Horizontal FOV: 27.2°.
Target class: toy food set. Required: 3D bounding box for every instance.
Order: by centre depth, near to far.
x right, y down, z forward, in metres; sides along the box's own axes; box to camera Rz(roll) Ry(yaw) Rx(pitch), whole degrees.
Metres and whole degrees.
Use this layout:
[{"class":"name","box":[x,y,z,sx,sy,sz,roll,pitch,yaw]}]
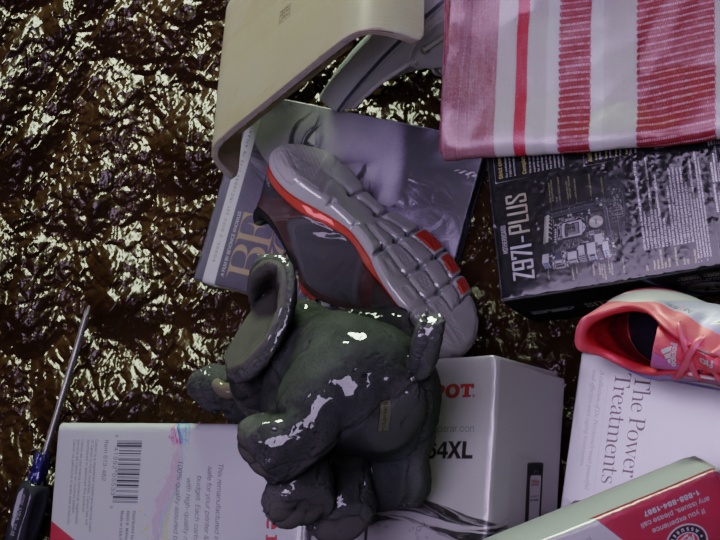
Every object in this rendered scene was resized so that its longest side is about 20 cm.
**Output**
[{"class":"toy food set","box":[-0.031,-0.165,1.045,0.200,0.060,0.144,-33,42,39]}]

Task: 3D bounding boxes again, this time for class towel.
[{"class":"towel","box":[0.146,-0.146,0.941,0.199,0.023,0.145,-2,79,22]}]

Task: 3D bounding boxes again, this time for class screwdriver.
[{"class":"screwdriver","box":[-0.238,0.124,1.140,0.029,0.028,0.201,3,77,52]}]

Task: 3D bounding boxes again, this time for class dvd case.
[{"class":"dvd case","box":[-0.016,-0.042,1.085,0.199,0.016,0.149,14,85,25]}]

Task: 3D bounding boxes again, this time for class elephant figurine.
[{"class":"elephant figurine","box":[-0.035,0.058,0.924,0.155,0.142,0.200,-24,39,-5]}]

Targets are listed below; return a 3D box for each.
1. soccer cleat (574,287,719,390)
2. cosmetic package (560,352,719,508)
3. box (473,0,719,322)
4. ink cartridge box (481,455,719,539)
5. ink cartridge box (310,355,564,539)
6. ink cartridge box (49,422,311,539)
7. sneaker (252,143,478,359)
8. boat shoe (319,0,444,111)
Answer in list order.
[{"class":"soccer cleat","box":[0.214,0.047,0.859,0.200,0.076,0.067,13,109,52]},{"class":"cosmetic package","box":[0.202,0.160,0.936,0.150,0.052,0.201,6,82,20]},{"class":"box","box":[0.170,-0.080,0.976,0.163,0.086,0.201,-10,75,20]},{"class":"ink cartridge box","box":[0.166,0.226,0.834,0.145,0.083,0.201,-22,88,-1]},{"class":"ink cartridge box","box":[0.046,0.160,0.956,0.146,0.084,0.201,-7,73,39]},{"class":"ink cartridge box","box":[-0.112,0.183,1.042,0.199,0.083,0.146,-2,78,22]},{"class":"sneaker","box":[0.000,0.000,1.036,0.200,0.077,0.082,47,125,23]},{"class":"boat shoe","box":[0.057,-0.172,1.056,0.200,0.072,0.066,-41,98,15]}]
